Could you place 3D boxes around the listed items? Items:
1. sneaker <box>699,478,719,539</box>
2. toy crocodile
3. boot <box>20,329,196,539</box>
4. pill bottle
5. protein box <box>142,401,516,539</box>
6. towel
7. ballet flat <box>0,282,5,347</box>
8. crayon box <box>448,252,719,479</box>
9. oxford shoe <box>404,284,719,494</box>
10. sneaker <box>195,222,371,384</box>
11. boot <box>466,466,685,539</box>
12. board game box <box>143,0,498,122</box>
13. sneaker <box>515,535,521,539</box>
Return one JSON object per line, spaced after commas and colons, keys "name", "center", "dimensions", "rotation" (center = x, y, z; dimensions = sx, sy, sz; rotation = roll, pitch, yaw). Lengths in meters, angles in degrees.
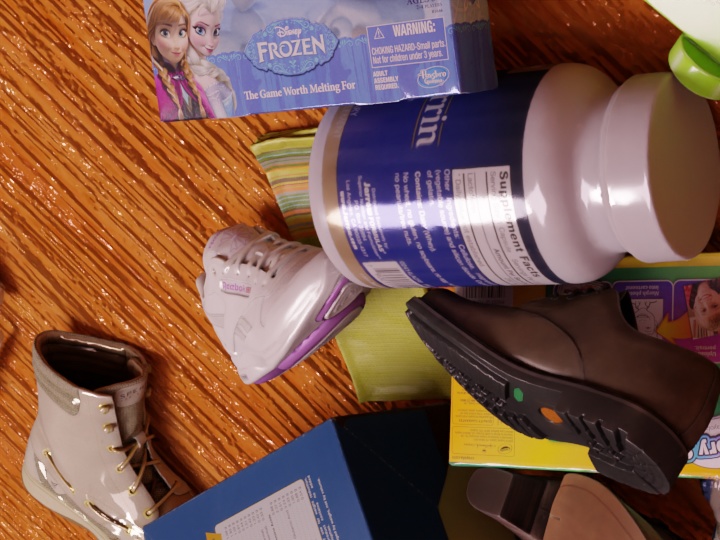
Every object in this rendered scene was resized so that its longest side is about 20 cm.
{"name": "sneaker", "center": [0.241, 0.158, 0.872], "dimensions": [0.085, 0.077, 0.202], "rotation": [-3, 103, 20]}
{"name": "toy crocodile", "center": [0.215, -0.101, 0.737], "dimensions": [0.200, 0.062, 0.068], "rotation": [37, 135, 11]}
{"name": "boot", "center": [-0.168, 0.140, 1.154], "dimensions": [0.199, 0.072, 0.155], "rotation": [26, 130, 16]}
{"name": "pill bottle", "center": [0.081, -0.049, 0.817], "dimensions": [0.199, 0.116, 0.116], "rotation": [-2, 121, 34]}
{"name": "protein box", "center": [-0.009, 0.217, 0.988], "dimensions": [0.200, 0.134, 0.200], "rotation": [-33, 69, 38]}
{"name": "towel", "center": [0.000, 0.000, 0.975], "dimensions": [0.086, 0.018, 0.201], "rotation": [-3, 120, 36]}
{"name": "ballet flat", "center": [-0.310, 0.036, 1.181], "dimensions": [0.071, 0.069, 0.201], "rotation": [13, 134, 2]}
{"name": "crayon box", "center": [0.147, 0.053, 0.848], "dimensions": [0.199, 0.058, 0.120], "rotation": [-1, 84, 35]}
{"name": "oxford shoe", "center": [0.106, 0.045, 0.810], "dimensions": [0.199, 0.085, 0.073], "rotation": [24, 158, 42]}
{"name": "sneaker", "center": [-0.059, 0.012, 0.953], "dimensions": [0.100, 0.075, 0.200], "rotation": [55, 154, 0]}
{"name": "boot", "center": [0.157, 0.166, 0.895], "dimensions": [0.146, 0.071, 0.200], "rotation": [25, -177, -33]}
{"name": "board game box", "center": [-0.034, -0.185, 0.801], "dimensions": [0.199, 0.043, 0.201], "rotation": [-2, 99, 34]}
{"name": "sneaker", "center": [0.088, 0.231, 1.058], "dimensions": [0.199, 0.070, 0.081], "rotation": [-3, 125, 44]}
